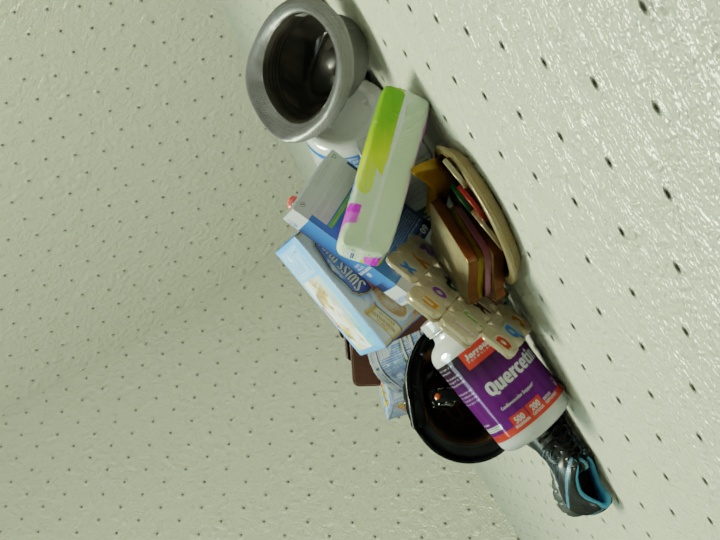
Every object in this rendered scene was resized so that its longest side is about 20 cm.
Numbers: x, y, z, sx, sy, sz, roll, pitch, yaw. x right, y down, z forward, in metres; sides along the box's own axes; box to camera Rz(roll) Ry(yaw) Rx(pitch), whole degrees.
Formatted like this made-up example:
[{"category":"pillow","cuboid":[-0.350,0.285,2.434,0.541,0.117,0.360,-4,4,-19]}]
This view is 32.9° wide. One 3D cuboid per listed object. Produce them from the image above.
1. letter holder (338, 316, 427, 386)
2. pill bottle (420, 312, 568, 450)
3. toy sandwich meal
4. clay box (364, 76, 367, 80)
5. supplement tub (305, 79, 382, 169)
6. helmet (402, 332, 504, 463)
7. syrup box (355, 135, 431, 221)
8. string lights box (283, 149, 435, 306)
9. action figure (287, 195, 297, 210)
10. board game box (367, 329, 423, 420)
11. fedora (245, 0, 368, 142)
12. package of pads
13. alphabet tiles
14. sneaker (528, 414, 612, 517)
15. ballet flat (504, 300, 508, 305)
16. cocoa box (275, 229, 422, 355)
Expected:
[{"category":"letter holder","cuboid":[0.068,0.111,2.104,0.101,0.198,0.143,-129,32,-68]},{"category":"pill bottle","cuboid":[0.170,0.127,1.582,0.200,0.112,0.112,50,176,0]},{"category":"toy sandwich meal","cuboid":[0.120,-0.053,1.449,0.206,0.070,0.205,60,176,7]},{"category":"clay box","cuboid":[-0.052,-0.339,1.814,0.201,0.047,0.115,60,177,32]},{"category":"supplement tub","cuboid":[-0.002,-0.171,1.775,0.132,0.131,0.200,58,176,35]},{"category":"helmet","cuboid":[0.152,0.171,1.762,0.201,0.199,0.191,59,-178,24]},{"category":"syrup box","cuboid":[0.062,-0.116,1.702,0.082,0.078,0.200,58,175,32]},{"category":"string lights box","cuboid":[0.010,-0.055,1.610,0.199,0.103,0.059,37,160,-8]},{"category":"action figure","cuboid":[-0.022,-0.055,1.819,0.199,0.052,0.065,33,168,-3]},{"category":"board game box","cuboid":[0.102,0.171,1.997,0.200,0.199,0.062,38,-149,-55]},{"category":"fedora","cuboid":[-0.059,-0.275,1.650,0.177,0.090,0.200,53,132,19]},{"category":"package of pads","cuboid":[0.027,-0.110,1.503,0.068,0.202,0.155,17,175,-1]},{"category":"alphabet tiles","cuboid":[0.123,0.032,1.518,0.195,0.015,0.200,37,-155,6]},{"category":"sneaker","cuboid":[0.280,0.242,1.664,0.201,0.073,0.082,60,154,-4]},{"category":"ballet flat","cuboid":[0.145,0.033,1.721,0.068,0.075,0.200,61,177,-19]},{"category":"cocoa box","cuboid":[0.000,0.000,1.707,0.200,0.131,0.133,50,162,-3]}]
